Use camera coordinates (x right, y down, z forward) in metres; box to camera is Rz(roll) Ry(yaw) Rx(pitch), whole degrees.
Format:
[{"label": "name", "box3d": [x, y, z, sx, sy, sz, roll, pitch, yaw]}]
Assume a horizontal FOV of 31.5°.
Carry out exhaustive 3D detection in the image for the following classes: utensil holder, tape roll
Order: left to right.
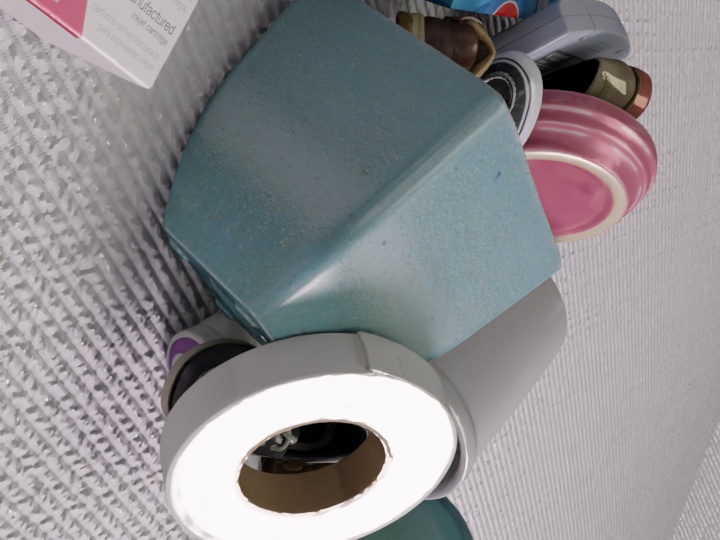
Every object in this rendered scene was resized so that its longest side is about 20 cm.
[{"label": "tape roll", "box3d": [-0.035, 0.121, 0.859, 0.202, 0.037, 0.203, -9, 136, -9]}, {"label": "utensil holder", "box3d": [0.075, 0.080, 1.170, 0.200, 0.169, 0.171, -44, 148, -41]}]

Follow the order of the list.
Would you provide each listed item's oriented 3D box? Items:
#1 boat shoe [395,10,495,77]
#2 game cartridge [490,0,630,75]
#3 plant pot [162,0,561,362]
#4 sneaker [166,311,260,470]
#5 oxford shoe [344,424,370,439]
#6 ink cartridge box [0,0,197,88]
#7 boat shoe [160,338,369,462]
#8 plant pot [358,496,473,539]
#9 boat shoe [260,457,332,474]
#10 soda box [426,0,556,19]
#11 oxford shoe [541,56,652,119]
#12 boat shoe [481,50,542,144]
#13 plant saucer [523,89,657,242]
[{"label": "boat shoe", "box3d": [0.068, -0.161, 0.979, 0.200, 0.072, 0.073, 6, 81, -84]}, {"label": "game cartridge", "box3d": [0.169, -0.194, 1.143, 0.133, 0.042, 0.200, -30, 170, 24]}, {"label": "plant pot", "box3d": [-0.015, -0.037, 0.869, 0.200, 0.196, 0.197, -42, 143, -9]}, {"label": "sneaker", "box3d": [-0.091, 0.111, 0.986, 0.100, 0.075, 0.201, -39, 144, -39]}, {"label": "oxford shoe", "box3d": [0.001, 0.048, 1.035, 0.058, 0.075, 0.201, 52, 27, -46]}, {"label": "ink cartridge box", "box3d": [-0.121, -0.216, 0.632, 0.201, 0.084, 0.145, -62, 154, -4]}, {"label": "boat shoe", "box3d": [-0.061, 0.099, 0.908, 0.200, 0.063, 0.073, 26, 86, -56]}, {"label": "plant pot", "box3d": [-0.022, 0.276, 1.151, 0.196, 0.200, 0.201, 24, 92, -57]}, {"label": "boat shoe", "box3d": [-0.045, 0.155, 1.032, 0.068, 0.072, 0.201, 119, -23, -44]}, {"label": "soda box", "box3d": [0.104, -0.248, 1.042, 0.200, 0.064, 0.068, -11, 123, -58]}, {"label": "oxford shoe", "box3d": [0.162, -0.147, 1.155, 0.075, 0.200, 0.071, 23, 56, -37]}, {"label": "boat shoe", "box3d": [0.073, -0.099, 1.063, 0.199, 0.074, 0.068, -45, 168, 34]}, {"label": "plant saucer", "box3d": [0.165, -0.084, 1.147, 0.201, 0.199, 0.051, 68, 27, -56]}]
